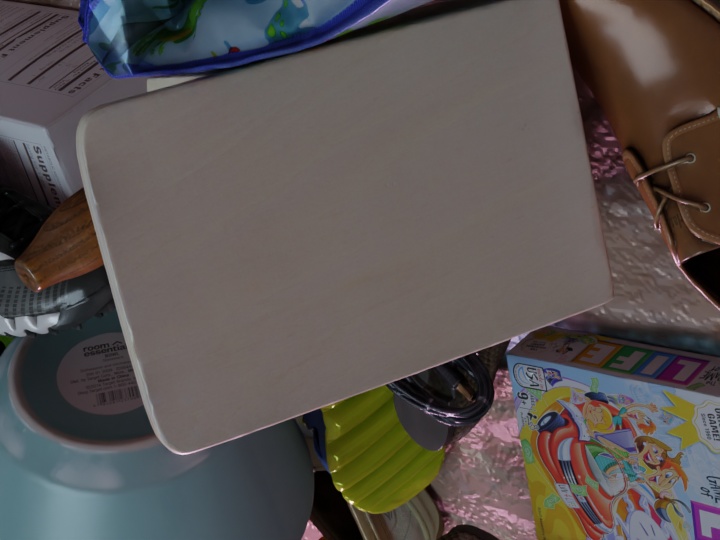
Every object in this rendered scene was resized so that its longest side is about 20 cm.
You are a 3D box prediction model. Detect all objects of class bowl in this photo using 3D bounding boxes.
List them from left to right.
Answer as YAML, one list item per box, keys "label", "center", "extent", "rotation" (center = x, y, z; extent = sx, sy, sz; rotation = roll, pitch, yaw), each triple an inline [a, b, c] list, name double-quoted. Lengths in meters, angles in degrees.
- label: "bowl"
  center: [-0.124, 0.087, 0.776]
  extent: [0.200, 0.201, 0.106]
  rotation: [27, 139, 24]

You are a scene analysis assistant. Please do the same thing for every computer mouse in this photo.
- label: "computer mouse"
  center: [0.000, 0.000, 0.724]
  extent: [0.201, 0.058, 0.034]
  rotation: [55, 165, 24]

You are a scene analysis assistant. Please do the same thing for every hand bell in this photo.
- label: "hand bell"
  center: [-0.075, -0.056, 0.648]
  extent: [0.104, 0.200, 0.105]
  rotation: [33, 146, 26]

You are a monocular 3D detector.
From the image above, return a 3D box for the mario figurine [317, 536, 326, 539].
- label: "mario figurine"
  center: [0.019, 0.278, 0.958]
  extent: [0.106, 0.123, 0.202]
  rotation: [19, 124, 58]

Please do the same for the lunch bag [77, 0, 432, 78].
- label: "lunch bag"
  center: [0.002, -0.147, 0.509]
  extent: [0.128, 0.170, 0.200]
  rotation: [58, 145, -2]

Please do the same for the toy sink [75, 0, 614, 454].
- label: "toy sink"
  center: [-0.017, -0.027, 0.582]
  extent: [0.112, 0.199, 0.132]
  rotation: [16, 122, 65]

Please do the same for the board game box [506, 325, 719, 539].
- label: "board game box"
  center: [0.151, 0.132, 0.727]
  extent: [0.134, 0.034, 0.202]
  rotation: [9, 121, 40]

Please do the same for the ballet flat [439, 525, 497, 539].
- label: "ballet flat"
  center: [0.111, 0.195, 0.732]
  extent: [0.199, 0.046, 0.068]
  rotation: [26, 131, 29]

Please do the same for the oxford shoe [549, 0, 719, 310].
- label: "oxford shoe"
  center: [0.134, -0.045, 0.568]
  extent: [0.200, 0.071, 0.071]
  rotation: [50, 146, -2]

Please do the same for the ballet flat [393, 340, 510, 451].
- label: "ballet flat"
  center: [0.060, 0.016, 0.731]
  extent: [0.067, 0.046, 0.201]
  rotation: [42, 141, 29]

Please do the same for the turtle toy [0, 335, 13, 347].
- label: "turtle toy"
  center: [-0.298, 0.057, 1.063]
  extent: [0.101, 0.145, 0.201]
  rotation: [47, 150, 37]

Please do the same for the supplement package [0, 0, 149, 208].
- label: "supplement package"
  center: [-0.189, -0.077, 0.827]
  extent: [0.199, 0.110, 0.114]
  rotation: [15, 135, 36]

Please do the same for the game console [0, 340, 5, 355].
- label: "game console"
  center: [-0.281, -0.005, 0.855]
  extent: [0.171, 0.119, 0.200]
  rotation: [24, -173, -12]

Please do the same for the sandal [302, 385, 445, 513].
- label: "sandal"
  center: [-0.013, 0.054, 0.823]
  extent: [0.087, 0.079, 0.201]
  rotation: [45, 163, 57]

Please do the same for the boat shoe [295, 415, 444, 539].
- label: "boat shoe"
  center: [-0.033, 0.112, 0.892]
  extent: [0.200, 0.066, 0.074]
  rotation: [46, 145, 0]

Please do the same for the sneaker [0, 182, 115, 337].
- label: "sneaker"
  center: [-0.198, -0.024, 0.735]
  extent: [0.199, 0.066, 0.091]
  rotation: [14, 136, 40]
